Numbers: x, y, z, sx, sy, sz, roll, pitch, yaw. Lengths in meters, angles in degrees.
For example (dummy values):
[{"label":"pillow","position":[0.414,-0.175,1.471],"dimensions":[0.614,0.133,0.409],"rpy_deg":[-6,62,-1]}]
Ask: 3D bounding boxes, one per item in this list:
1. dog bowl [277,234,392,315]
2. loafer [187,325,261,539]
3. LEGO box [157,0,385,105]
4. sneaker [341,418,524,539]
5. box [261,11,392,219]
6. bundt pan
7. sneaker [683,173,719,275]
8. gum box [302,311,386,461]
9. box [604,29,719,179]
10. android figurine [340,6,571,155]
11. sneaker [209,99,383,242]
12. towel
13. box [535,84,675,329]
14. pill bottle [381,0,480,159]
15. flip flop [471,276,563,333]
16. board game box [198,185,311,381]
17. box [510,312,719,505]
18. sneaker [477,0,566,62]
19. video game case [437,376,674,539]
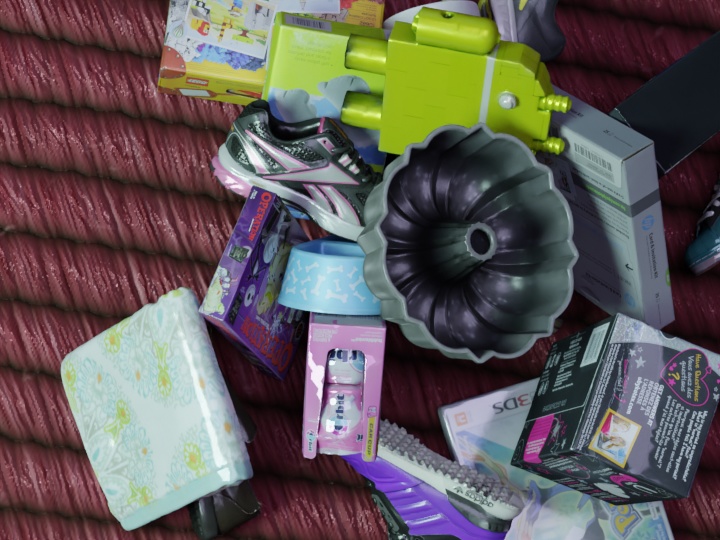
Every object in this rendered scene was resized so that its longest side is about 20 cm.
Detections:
[{"label":"dog bowl","position":[0.000,0.000,1.529],"dimensions":[0.111,0.200,0.050],"rpy_deg":[6,100,20]},{"label":"loafer","position":[-0.131,0.140,1.554],"dimensions":[0.071,0.073,0.201],"rpy_deg":[-8,90,-16]},{"label":"LEGO box","position":[-0.083,-0.233,1.618],"dimensions":[0.199,0.077,0.150],"rpy_deg":[7,79,-8]},{"label":"sneaker","position":[0.040,0.209,1.566],"dimensions":[0.200,0.070,0.100],"rpy_deg":[27,104,9]},{"label":"box","position":[-0.034,-0.128,1.567],"dimensions":[0.121,0.048,0.201],"rpy_deg":[8,116,-8]},{"label":"bundt pan","position":[0.082,-0.019,1.445],"dimensions":[0.201,0.076,0.203],"rpy_deg":[5,79,-29]},{"label":"sneaker","position":[0.372,-0.080,1.675],"dimensions":[0.080,0.071,0.200],"rpy_deg":[45,71,5]},{"label":"gum box","position":[-0.014,0.087,1.494],"dimensions":[0.066,0.200,0.114],"rpy_deg":[3,98,-1]},{"label":"box","position":[0.267,-0.125,1.587],"dimensions":[0.141,0.200,0.079],"rpy_deg":[-39,88,-21]},{"label":"android figurine","position":[0.082,-0.145,1.482],"dimensions":[0.199,0.182,0.041],"rpy_deg":[14,43,7]},{"label":"sneaker","position":[-0.028,-0.089,1.516],"dimensions":[0.199,0.080,0.087],"rpy_deg":[18,113,-12]},{"label":"towel","position":[-0.180,0.125,1.486],"dimensions":[0.048,0.200,0.172],"rpy_deg":[-15,81,-43]},{"label":"box","position":[0.211,-0.055,1.546],"dimensions":[0.041,0.156,0.201],"rpy_deg":[-29,128,-20]},{"label":"pill bottle","position":[0.084,-0.143,1.606],"dimensions":[0.115,0.116,0.201],"rpy_deg":[-10,85,-11]},{"label":"flip flop","position":[0.114,0.021,1.574],"dimensions":[0.058,0.200,0.081],"rpy_deg":[-42,52,17]},{"label":"board game box","position":[-0.081,0.016,1.515],"dimensions":[0.032,0.200,0.120],"rpy_deg":[22,78,18]},{"label":"box","position":[0.229,0.127,1.522],"dimensions":[0.114,0.200,0.133],"rpy_deg":[23,77,-6]},{"label":"sneaker","position":[0.155,-0.292,1.678],"dimensions":[0.084,0.074,0.201],"rpy_deg":[-3,89,-16]},{"label":"video game case","position":[0.186,0.200,1.615],"dimensions":[0.182,0.022,0.201],"rpy_deg":[-15,83,-12]}]
